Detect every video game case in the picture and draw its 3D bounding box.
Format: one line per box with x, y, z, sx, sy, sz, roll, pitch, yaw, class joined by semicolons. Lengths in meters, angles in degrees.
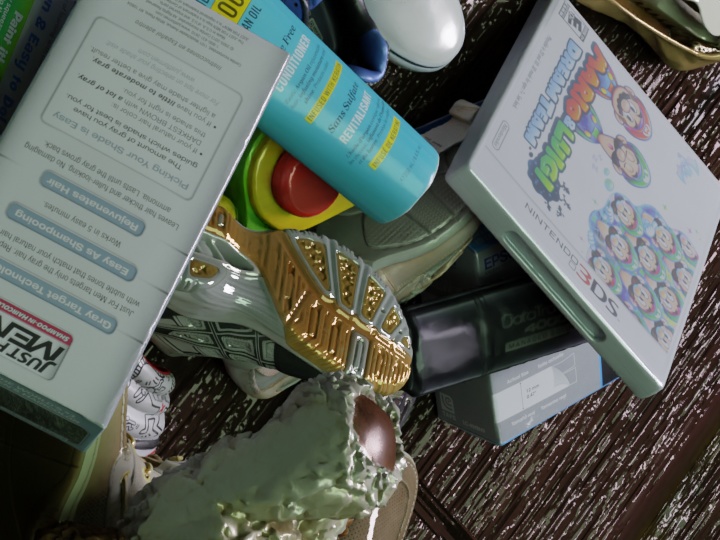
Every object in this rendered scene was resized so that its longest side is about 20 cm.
0.143;-0.051;1.104;0.182;0.024;0.200;47;41;-16;video game case

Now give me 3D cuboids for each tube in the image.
-0.044;-0.103;0.944;0.200;0.050;0.078;39;58;-25;tube

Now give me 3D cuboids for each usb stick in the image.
0.099;0.028;1.103;0.199;0.033;0.056;-15;106;-34;usb stick

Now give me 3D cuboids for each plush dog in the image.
-0.053;0.161;0.869;0.172;0.160;0.201;59;34;-59;plush dog

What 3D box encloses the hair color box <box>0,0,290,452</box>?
-0.120;-0.032;0.827;0.099;0.061;0.201;28;67;-9;hair color box

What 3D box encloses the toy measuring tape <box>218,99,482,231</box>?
-0.013;-0.075;1.030;0.200;0.073;0.074;-28;120;-26;toy measuring tape

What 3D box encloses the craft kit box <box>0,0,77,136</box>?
-0.182;-0.114;0.853;0.197;0.048;0.201;37;66;-46;craft kit box

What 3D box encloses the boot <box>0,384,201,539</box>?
-0.109;0.103;0.928;0.154;0.072;0.201;-8;116;-44;boot

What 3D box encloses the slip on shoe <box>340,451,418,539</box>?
-0.015;0.202;1.126;0.076;0.060;0.200;43;75;-40;slip on shoe

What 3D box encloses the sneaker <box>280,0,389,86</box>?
-0.041;-0.172;0.972;0.075;0.078;0.200;-52;130;-19;sneaker

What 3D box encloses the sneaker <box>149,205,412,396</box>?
-0.066;0.017;0.988;0.200;0.088;0.076;28;51;-22;sneaker

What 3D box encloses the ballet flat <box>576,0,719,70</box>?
0.181;-0.188;1.165;0.200;0.063;0.069;25;79;-42;ballet flat

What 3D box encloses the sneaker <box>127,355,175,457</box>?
-0.181;0.067;0.940;0.201;0.067;0.108;23;88;-46;sneaker

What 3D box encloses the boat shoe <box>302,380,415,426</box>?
-0.026;0.126;1.087;0.065;0.072;0.200;43;69;-35;boat shoe

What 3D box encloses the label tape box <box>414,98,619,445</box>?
0.109;-0.011;1.160;0.143;0.066;0.201;-25;120;-32;label tape box

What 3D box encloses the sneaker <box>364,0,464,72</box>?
0.013;-0.187;1.018;0.073;0.071;0.200;-48;129;-18;sneaker

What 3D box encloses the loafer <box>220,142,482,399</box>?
0.000;0.000;1.071;0.200;0.072;0.063;-35;142;-12;loafer
